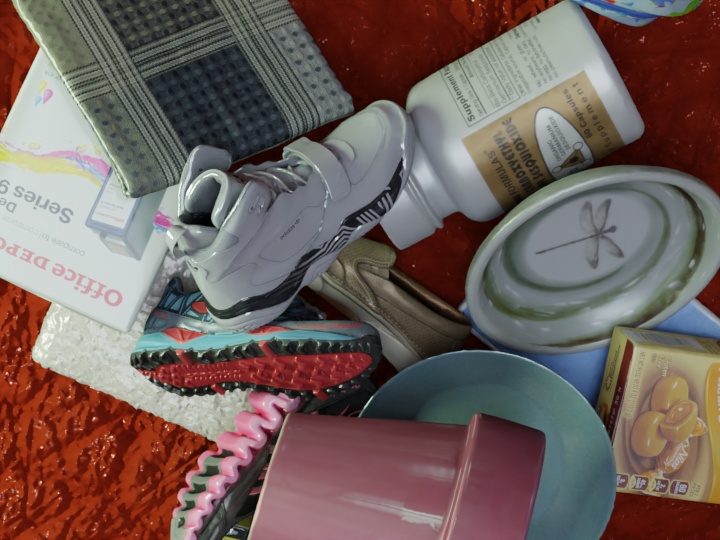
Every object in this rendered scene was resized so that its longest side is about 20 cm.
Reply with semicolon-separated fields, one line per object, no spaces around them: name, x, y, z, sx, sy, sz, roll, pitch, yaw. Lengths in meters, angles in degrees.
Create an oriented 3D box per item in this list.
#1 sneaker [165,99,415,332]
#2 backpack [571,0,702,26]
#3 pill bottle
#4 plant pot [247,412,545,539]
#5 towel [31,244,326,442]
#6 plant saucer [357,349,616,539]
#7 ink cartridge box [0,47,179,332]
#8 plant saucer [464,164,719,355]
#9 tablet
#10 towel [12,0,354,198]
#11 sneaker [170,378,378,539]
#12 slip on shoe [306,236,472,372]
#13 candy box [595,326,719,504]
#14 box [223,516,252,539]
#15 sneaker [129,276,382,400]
sneaker;-0.049;-0.058;1.595;0.200;0.075;0.115;-47;140;-8
backpack;0.172;-0.261;1.633;0.200;0.163;0.154;16;142;2
pill bottle;0.094;-0.101;1.685;0.200;0.114;0.114;-29;102;6
plant pot;0.017;0.184;1.618;0.179;0.200;0.200;15;102;2
towel;-0.137;0.049;1.758;0.200;0.034;0.133;23;101;-5
plant saucer;0.090;0.146;1.723;0.201;0.039;0.201;2;109;7
ink cartridge box;-0.192;-0.072;1.682;0.145;0.088;0.200;25;88;-6
plant saucer;0.168;-0.018;1.694;0.200;0.050;0.200;-11;141;-9
tablet;0.186;0.048;1.772;0.200;0.014;0.130;39;100;-8
towel;-0.130;-0.160;1.640;0.192;0.035;0.200;-24;76;-26
sneaker;-0.059;0.142;1.715;0.095;0.079;0.200;38;85;-19
slip on shoe;0.000;0.000;1.726;0.061;0.076;0.200;-41;103;14
candy box;0.278;0.115;1.748;0.200;0.055;0.116;8;104;-13
box;-0.129;0.272;1.790;0.050;0.075;0.200;14;104;-1
sneaker;-0.073;0.034;1.667;0.200;0.079;0.096;0;60;28
